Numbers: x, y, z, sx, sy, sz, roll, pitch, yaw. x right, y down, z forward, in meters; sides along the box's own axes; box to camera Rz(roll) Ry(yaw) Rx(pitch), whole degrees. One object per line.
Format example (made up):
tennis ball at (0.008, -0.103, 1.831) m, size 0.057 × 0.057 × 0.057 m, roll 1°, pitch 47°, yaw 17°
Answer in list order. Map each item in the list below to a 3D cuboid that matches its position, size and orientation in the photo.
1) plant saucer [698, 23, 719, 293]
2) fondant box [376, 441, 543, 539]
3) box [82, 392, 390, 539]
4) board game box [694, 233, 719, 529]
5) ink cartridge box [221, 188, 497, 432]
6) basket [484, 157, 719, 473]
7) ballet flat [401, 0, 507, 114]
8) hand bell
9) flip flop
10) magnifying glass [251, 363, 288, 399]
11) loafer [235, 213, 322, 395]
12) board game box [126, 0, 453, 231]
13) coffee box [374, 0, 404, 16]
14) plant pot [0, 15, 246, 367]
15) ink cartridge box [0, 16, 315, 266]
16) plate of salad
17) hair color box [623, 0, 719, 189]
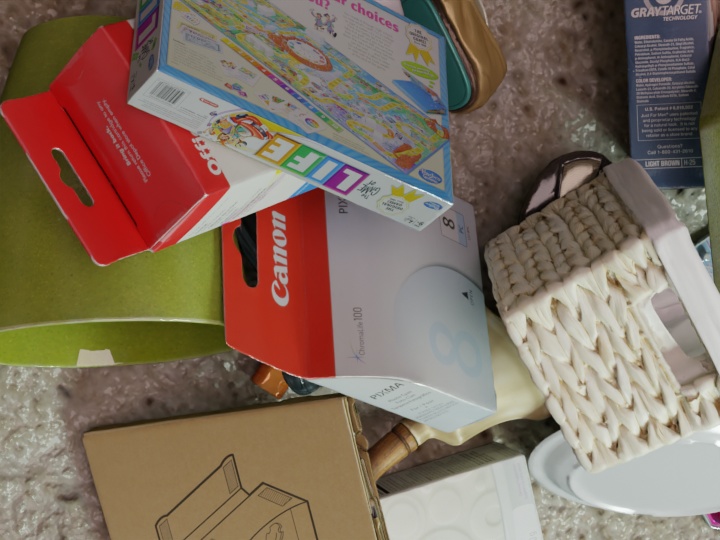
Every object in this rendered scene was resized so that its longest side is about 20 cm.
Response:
plant saucer at (0.264, -0.075, 1.132) m, size 0.048 × 0.200 × 0.200 m, roll -1°, pitch 125°, yaw 19°
fondant box at (0.032, 0.220, 1.186) m, size 0.200 × 0.058 × 0.145 m, roll -16°, pitch 99°, yaw -14°
box at (-0.076, 0.170, 1.103) m, size 0.200 × 0.021 × 0.164 m, roll -10°, pitch 99°, yaw 25°
board game box at (0.304, 0.064, 1.269) m, size 0.200 × 0.026 × 0.200 m, roll -33°, pitch 103°, yaw -12°
ink cartridge box at (0.000, 0.000, 1.061) m, size 0.200 × 0.047 × 0.160 m, roll 25°, pitch 50°, yaw -40°
basket at (0.162, 0.027, 1.069) m, size 0.123 × 0.200 × 0.136 m, roll -28°, pitch 102°, yaw 9°
ballet flat at (0.042, -0.205, 1.159) m, size 0.063 × 0.069 × 0.200 m, roll -37°, pitch 108°, yaw -39°
hand bell at (0.023, 0.117, 1.140) m, size 0.200 × 0.104 × 0.104 m, roll -37°, pitch 104°, yaw -16°
flip flop at (0.150, 0.009, 1.206) m, size 0.081 × 0.058 × 0.200 m, roll -8°, pitch 113°, yaw -4°
magnifying glass at (-0.011, 0.000, 1.172) m, size 0.080 × 0.022 × 0.200 m, roll 35°, pitch 87°, yaw -13°
loafer at (-0.043, -0.021, 1.123) m, size 0.072 × 0.073 × 0.200 m, roll -20°, pitch 96°, yaw 7°
board game box at (-0.036, -0.118, 0.973) m, size 0.200 × 0.034 × 0.135 m, roll 23°, pitch 49°, yaw -28°
coffee box at (-0.031, -0.188, 1.103) m, size 0.080 × 0.113 × 0.200 m, roll -19°, pitch 99°, yaw -14°
plant pot at (-0.164, -0.051, 1.057) m, size 0.187 × 0.187 × 0.200 m, roll -1°, pitch 78°, yaw -16°
ink cartridge box at (-0.096, -0.088, 0.977) m, size 0.200 × 0.067 × 0.116 m, roll -26°, pitch 80°, yaw -48°
plate of salad at (0.218, 0.127, 1.177) m, size 0.200 × 0.200 × 0.048 m, roll 13°, pitch 61°, yaw -17°
hair color box at (0.222, -0.160, 1.181) m, size 0.060 × 0.100 × 0.200 m, roll -2°, pitch 96°, yaw 17°
